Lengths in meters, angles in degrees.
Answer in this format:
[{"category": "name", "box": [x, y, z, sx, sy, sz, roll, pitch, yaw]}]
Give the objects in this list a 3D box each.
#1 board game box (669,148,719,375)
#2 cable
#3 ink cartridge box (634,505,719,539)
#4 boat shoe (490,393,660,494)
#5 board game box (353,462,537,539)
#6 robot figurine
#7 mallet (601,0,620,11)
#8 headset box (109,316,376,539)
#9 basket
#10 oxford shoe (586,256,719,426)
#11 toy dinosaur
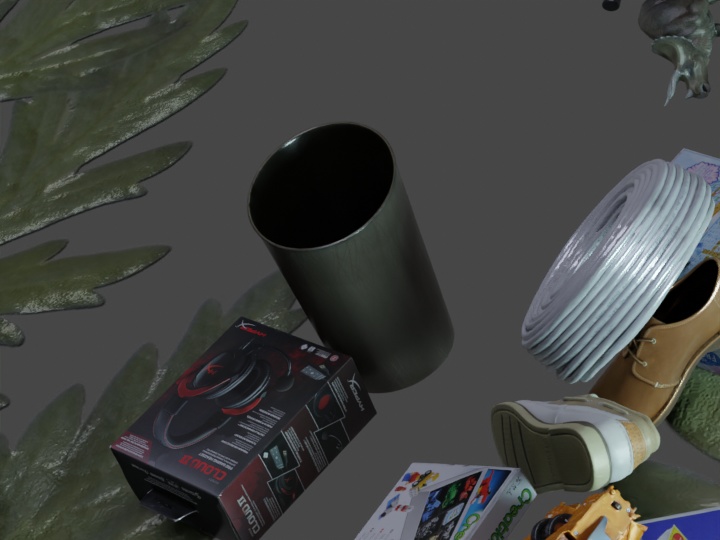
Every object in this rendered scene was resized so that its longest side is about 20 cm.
[{"category": "board game box", "box": [0.302, -0.010, 1.780, 0.200, 0.041, 0.199, -43, 40, -23]}, {"category": "cable", "box": [0.208, -0.002, 1.656, 0.200, 0.069, 0.200, -54, 3, -26]}, {"category": "ink cartridge box", "box": [0.294, 0.245, 1.467, 0.199, 0.047, 0.198, -12, 36, 14]}, {"category": "boat shoe", "box": [0.168, 0.137, 1.625, 0.068, 0.075, 0.200, -15, 9, -19]}, {"category": "board game box", "box": [0.037, 0.233, 1.610, 0.126, 0.035, 0.200, -3, 39, 49]}, {"category": "robot figurine", "box": [0.122, 0.248, 1.513, 0.200, 0.058, 0.145, -48, 4, -22]}, {"category": "mallet", "box": [0.304, -0.351, 2.217, 0.066, 0.041, 0.201, -4, 45, 22]}, {"category": "headset box", "box": [-0.108, 0.146, 1.789, 0.148, 0.075, 0.200, 18, 54, 43]}, {"category": "basket", "box": [0.000, 0.000, 1.804, 0.135, 0.200, 0.181, -21, 35, 6]}, {"category": "oxford shoe", "box": [0.234, 0.066, 1.662, 0.200, 0.071, 0.071, -50, 46, 6]}, {"category": "toy dinosaur", "box": [0.319, -0.255, 2.049, 0.102, 0.077, 0.200, -17, 39, -2]}]
